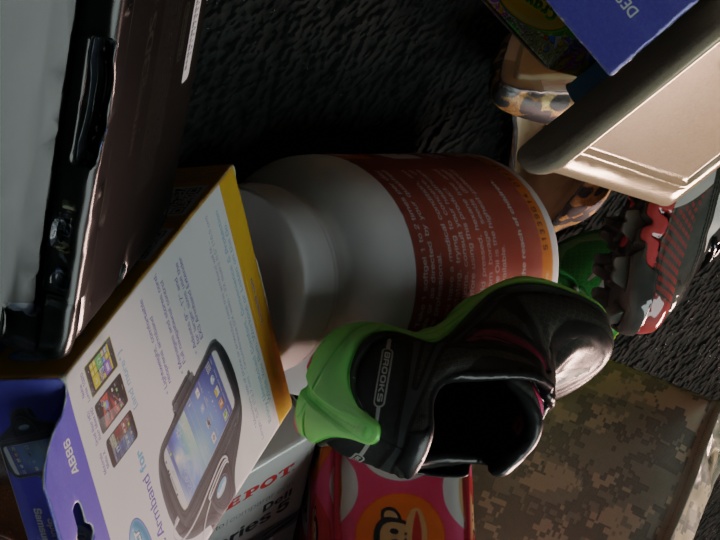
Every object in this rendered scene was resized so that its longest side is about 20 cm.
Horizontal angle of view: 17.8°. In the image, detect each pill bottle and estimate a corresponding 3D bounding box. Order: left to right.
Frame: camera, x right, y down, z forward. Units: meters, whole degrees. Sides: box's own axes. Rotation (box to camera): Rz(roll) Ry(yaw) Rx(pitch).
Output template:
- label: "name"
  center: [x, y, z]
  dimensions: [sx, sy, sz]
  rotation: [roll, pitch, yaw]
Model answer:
- label: "pill bottle"
  center: [0.000, 0.000, 1.086]
  dimensions: [0.200, 0.112, 0.112]
  rotation: [-4, 138, -55]

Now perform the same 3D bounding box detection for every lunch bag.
- label: "lunch bag"
  center: [0.008, 0.155, 1.203]
  dimensions: [0.082, 0.201, 0.176]
  rotation: [3, 169, -8]
- label: "lunch bag"
  center: [0.115, 0.154, 1.389]
  dimensions: [0.201, 0.163, 0.118]
  rotation: [-64, 162, -16]

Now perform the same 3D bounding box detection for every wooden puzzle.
- label: "wooden puzzle"
  center: [0.164, -0.098, 0.943]
  dimensions: [0.185, 0.037, 0.200]
  rotation: [-39, 165, 19]

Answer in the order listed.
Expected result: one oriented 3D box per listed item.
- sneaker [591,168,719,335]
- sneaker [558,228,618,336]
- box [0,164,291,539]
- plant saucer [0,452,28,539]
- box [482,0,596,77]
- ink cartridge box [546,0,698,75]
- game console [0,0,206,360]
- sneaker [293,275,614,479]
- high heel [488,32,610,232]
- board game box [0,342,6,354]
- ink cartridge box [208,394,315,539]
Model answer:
- label: "sneaker"
  center: [0.189, -0.043, 1.223]
  dimensions: [0.201, 0.098, 0.071]
  rotation: [-65, -177, -28]
- label: "sneaker"
  center: [0.091, 0.024, 1.323]
  dimensions: [0.200, 0.074, 0.084]
  rotation: [-26, 157, -31]
- label: "box"
  center: [-0.087, 0.054, 0.899]
  dimensions: [0.200, 0.041, 0.120]
  rotation: [-54, 137, -55]
- label: "plant saucer"
  center: [-0.173, 0.112, 0.992]
  dimensions: [0.199, 0.032, 0.200]
  rotation: [-3, 147, -2]
- label: "box"
  center: [0.146, -0.184, 0.972]
  dimensions: [0.193, 0.122, 0.200]
  rotation: [-49, 156, 21]
- label: "ink cartridge box"
  center: [0.107, -0.203, 0.802]
  dimensions: [0.200, 0.198, 0.047]
  rotation: [-42, -164, 0]
- label: "game console"
  center: [-0.130, -0.081, 0.789]
  dimensions: [0.176, 0.116, 0.201]
  rotation: [-60, 165, -61]
- label: "sneaker"
  center: [0.054, 0.057, 1.023]
  dimensions: [0.200, 0.084, 0.077]
  rotation: [-16, 133, -49]
- label: "high heel"
  center: [0.090, -0.057, 1.170]
  dimensions: [0.200, 0.071, 0.143]
  rotation: [-18, 143, -60]
- label: "board game box"
  center: [-0.241, 0.057, 0.835]
  dimensions: [0.200, 0.037, 0.151]
  rotation: [17, 121, -41]
- label: "ink cartridge box"
  center: [-0.112, 0.136, 1.191]
  dimensions: [0.145, 0.084, 0.200]
  rotation: [-29, 155, -25]
